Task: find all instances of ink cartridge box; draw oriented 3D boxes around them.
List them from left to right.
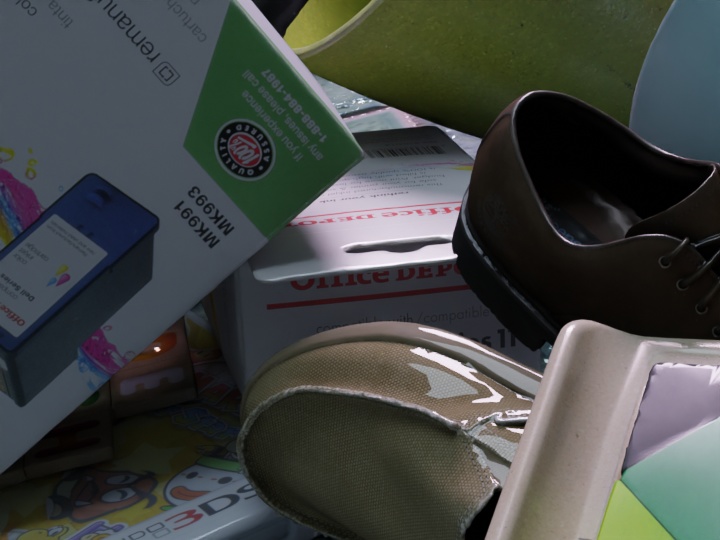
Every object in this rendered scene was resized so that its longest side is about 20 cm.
[{"bbox_3d":[-0.122,-0.036,0.713,0.200,0.145,0.088,-39,22,5],"label":"ink cartridge box"},{"bbox_3d":[0.000,0.000,0.804,0.116,0.068,0.200,-6,17,-9],"label":"ink cartridge box"}]

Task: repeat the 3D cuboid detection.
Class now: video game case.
[{"bbox_3d":[-0.107,0.076,0.772,0.181,0.023,0.200,-22,23,-23],"label":"video game case"}]

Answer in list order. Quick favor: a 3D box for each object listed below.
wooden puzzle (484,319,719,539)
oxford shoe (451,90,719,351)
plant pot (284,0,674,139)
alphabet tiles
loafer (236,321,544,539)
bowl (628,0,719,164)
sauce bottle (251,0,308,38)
[{"bbox_3d":[0.127,0.080,0.527,0.198,0.037,0.186,6,43,19],"label":"wooden puzzle"},{"bbox_3d":[0.108,0.016,0.644,0.200,0.085,0.073,38,58,21],"label":"oxford shoe"},{"bbox_3d":[0.090,-0.123,0.905,0.187,0.199,0.188,-44,27,30],"label":"plant pot"},{"bbox_3d":[-0.151,0.042,0.837,0.166,0.008,0.200,-13,22,-4],"label":"alphabet tiles"},{"bbox_3d":[0.038,0.068,0.636,0.199,0.077,0.067,7,34,32],"label":"loafer"},{"bbox_3d":[0.200,-0.035,0.693,0.199,0.202,0.105,-14,41,-6],"label":"bowl"},{"bbox_3d":[-0.080,-0.054,0.797,0.200,0.066,0.066,-49,19,11],"label":"sauce bottle"}]
